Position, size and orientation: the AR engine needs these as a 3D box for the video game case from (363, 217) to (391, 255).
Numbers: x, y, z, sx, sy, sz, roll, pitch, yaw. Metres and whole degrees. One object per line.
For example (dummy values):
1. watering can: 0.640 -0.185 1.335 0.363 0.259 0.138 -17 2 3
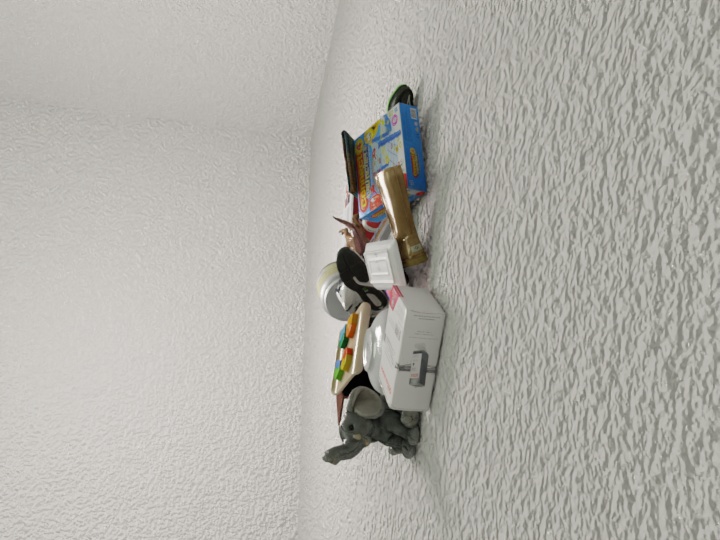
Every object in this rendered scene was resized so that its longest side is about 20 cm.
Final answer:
1. video game case: 0.065 -0.111 1.689 0.145 0.017 0.200 -61 5 -13

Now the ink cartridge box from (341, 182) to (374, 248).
1. ink cartridge box: -0.001 -0.173 2.072 0.176 0.082 0.206 135 139 -75

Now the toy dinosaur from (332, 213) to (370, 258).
1. toy dinosaur: -0.002 -0.068 1.899 0.202 0.084 0.137 60 -172 -33

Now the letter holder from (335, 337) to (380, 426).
1. letter holder: -0.014 0.303 1.878 0.203 0.098 0.144 -96 13 -47

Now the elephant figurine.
1. elephant figurine: 0.016 0.308 1.416 0.155 0.194 0.146 -179 94 -80

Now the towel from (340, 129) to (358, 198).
1. towel: -0.017 -0.250 1.693 0.200 0.021 0.151 0 -98 -80

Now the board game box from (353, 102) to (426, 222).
1. board game box: 0.063 -0.240 1.581 0.195 0.055 0.205 -29 62 53

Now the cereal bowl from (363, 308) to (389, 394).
1. cereal bowl: 0.054 0.185 1.595 0.200 0.081 0.206 -176 90 -80

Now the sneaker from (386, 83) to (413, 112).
1. sneaker: 0.102 -0.338 1.656 0.083 0.075 0.206 13 97 54

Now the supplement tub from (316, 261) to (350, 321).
1. supplement tub: -0.057 0.063 2.101 0.200 0.141 0.149 -121 38 -74

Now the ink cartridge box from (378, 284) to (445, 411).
1. ink cartridge box: 0.097 0.150 1.362 0.146 0.083 0.205 -115 34 -71

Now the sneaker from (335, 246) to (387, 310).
1. sneaker: 0.000 0.000 1.791 0.202 0.075 0.116 54 -162 -29

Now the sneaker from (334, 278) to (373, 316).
1. sneaker: -0.033 0.053 1.913 0.130 0.079 0.200 51 178 33

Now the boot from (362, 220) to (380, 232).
1. boot: 0.050 -0.226 1.877 0.145 0.071 0.204 120 153 -54

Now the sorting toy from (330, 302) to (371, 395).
1. sorting toy: -0.032 0.196 1.743 0.200 0.036 0.189 129 153 -58

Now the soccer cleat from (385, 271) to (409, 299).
1. soccer cleat: 0.074 0.009 1.623 0.201 0.066 0.075 -103 11 -58

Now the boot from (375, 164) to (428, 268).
1. boot: 0.075 -0.107 1.485 0.174 0.065 0.205 -17 91 67

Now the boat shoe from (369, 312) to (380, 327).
1. boat shoe: 0.031 0.144 1.811 0.200 0.065 0.059 145 113 -77

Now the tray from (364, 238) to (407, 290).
1. tray: 0.047 -0.009 1.511 0.199 0.022 0.110 176 81 -73
